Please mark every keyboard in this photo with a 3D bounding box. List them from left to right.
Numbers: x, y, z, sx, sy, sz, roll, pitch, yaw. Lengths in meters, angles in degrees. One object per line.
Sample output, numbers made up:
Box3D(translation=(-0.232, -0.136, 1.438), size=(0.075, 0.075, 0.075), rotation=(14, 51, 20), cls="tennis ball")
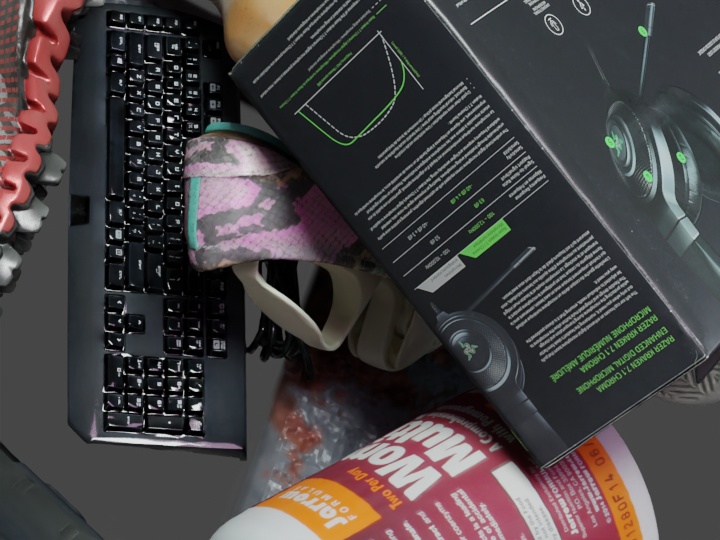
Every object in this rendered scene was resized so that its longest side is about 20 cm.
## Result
Box3D(translation=(-0.067, -0.024, 0.870), size=(0.103, 0.040, 0.202), rotation=(6, 64, -20), cls="keyboard")

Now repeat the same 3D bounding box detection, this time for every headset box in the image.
Box3D(translation=(0.081, -0.049, 0.797), size=(0.200, 0.093, 0.174), rotation=(50, 40, 0), cls="headset box")

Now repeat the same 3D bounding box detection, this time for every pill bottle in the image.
Box3D(translation=(0.008, 0.124, 0.789), size=(0.199, 0.110, 0.110), rotation=(-25, 78, -32), cls="pill bottle")

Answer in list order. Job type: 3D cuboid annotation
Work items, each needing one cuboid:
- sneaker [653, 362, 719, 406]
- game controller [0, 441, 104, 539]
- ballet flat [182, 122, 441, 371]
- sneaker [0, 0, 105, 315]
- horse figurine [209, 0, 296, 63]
Box3D(translation=(0.113, -0.036, 0.938), size=(0.201, 0.075, 0.084), rotation=(54, 45, 1), cls="sneaker")
Box3D(translation=(-0.167, 0.090, 0.733), size=(0.200, 0.042, 0.104), rotation=(38, 72, 26), cls="game controller")
Box3D(translation=(0.000, 0.000, 0.856), size=(0.199, 0.069, 0.072), rotation=(20, 81, -46), cls="ballet flat")
Box3D(translation=(-0.160, -0.069, 0.831), size=(0.097, 0.071, 0.202), rotation=(17, 58, -16), cls="sneaker")
Box3D(translation=(-0.026, -0.106, 0.882), size=(0.132, 0.050, 0.200), rotation=(12, 27, -39), cls="horse figurine")
